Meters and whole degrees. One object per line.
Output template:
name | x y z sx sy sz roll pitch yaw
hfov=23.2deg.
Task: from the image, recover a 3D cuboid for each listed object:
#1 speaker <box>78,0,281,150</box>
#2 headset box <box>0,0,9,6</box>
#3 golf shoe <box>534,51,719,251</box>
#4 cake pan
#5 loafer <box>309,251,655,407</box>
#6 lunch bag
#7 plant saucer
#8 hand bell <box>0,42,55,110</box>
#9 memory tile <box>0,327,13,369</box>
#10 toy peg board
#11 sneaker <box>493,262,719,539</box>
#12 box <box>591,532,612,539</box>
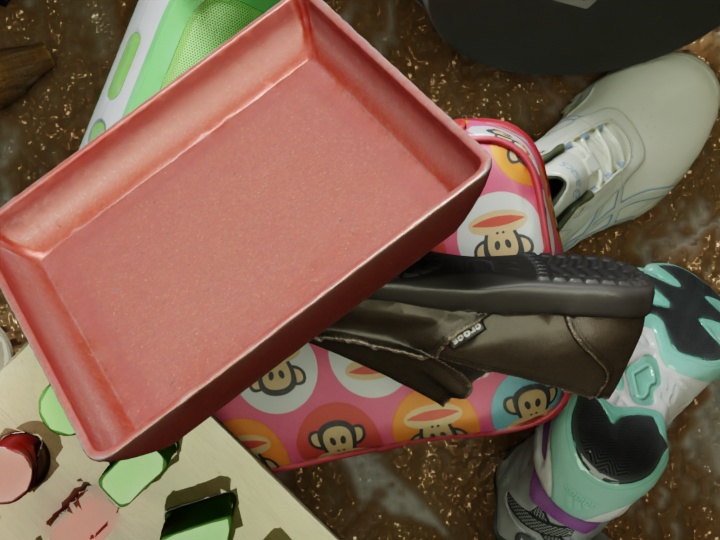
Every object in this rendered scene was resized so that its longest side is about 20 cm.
speaker | -0.097 -0.081 0.934 0.088 0.088 0.200 21 89 -4
headset box | -0.184 -0.253 0.882 0.093 0.174 0.200 27 89 -4
golf shoe | 0.120 -0.049 0.944 0.200 0.097 0.078 -38 91 -4
cake pan | 0.117 -0.160 0.894 0.200 0.200 0.037 -3 65 -4
loafer | 0.031 0.029 0.791 0.200 0.073 0.071 4 103 7
lunch bag | 0.000 0.000 0.864 0.200 0.082 0.176 -9 104 7
plant saucer | -0.058 -0.020 0.772 0.200 0.200 0.037 -37 130 -3
hand bell | -0.256 -0.074 0.933 0.200 0.104 0.104 -29 92 -16
memory tile | -0.228 0.103 0.958 0.200 0.017 0.153 40 87 -4
toy peg board | -0.128 0.149 0.798 0.200 0.098 0.199 44 86 -2
sneaker | 0.122 0.086 0.950 0.078 0.200 0.140 40 132 6
box | 0.117 0.267 0.891 0.171 0.199 0.200 -30 92 -4
